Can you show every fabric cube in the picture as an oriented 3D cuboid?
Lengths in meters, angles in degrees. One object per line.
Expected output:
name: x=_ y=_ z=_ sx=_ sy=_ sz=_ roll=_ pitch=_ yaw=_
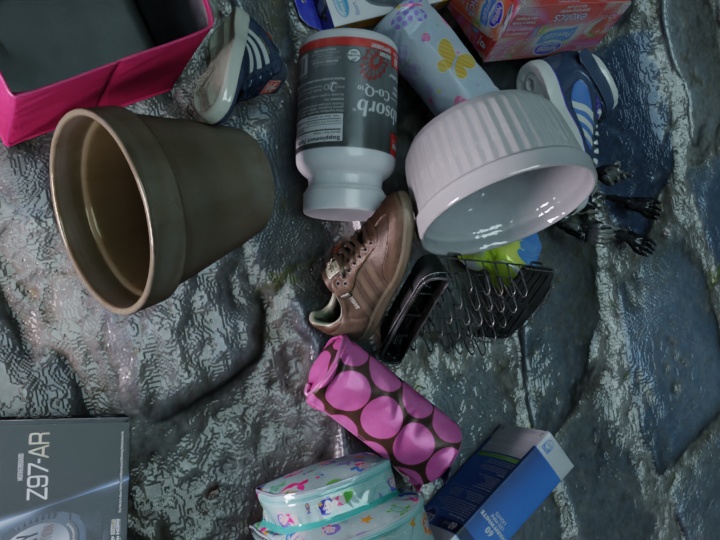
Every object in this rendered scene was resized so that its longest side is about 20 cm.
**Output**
fabric cube: x=-0.285 y=-0.259 z=0.805 sx=0.200 sy=0.199 sz=0.197 roll=-27 pitch=95 yaw=-23

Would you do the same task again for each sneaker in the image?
sneaker: x=-0.120 y=-0.208 z=0.899 sx=0.084 sy=0.075 sz=0.200 roll=35 pitch=35 yaw=-27
sneaker: x=0.285 y=-0.179 z=1.055 sx=0.146 sy=0.081 sz=0.200 roll=-15 pitch=87 yaw=-30
sneaker: x=0.000 y=0.000 z=0.926 sx=0.075 sy=0.071 sz=0.200 roll=6 pitch=125 yaw=-18
sneaker: x=0.151 y=-0.059 z=1.057 sx=0.200 sy=0.076 sz=0.105 roll=43 pitch=52 yaw=-14

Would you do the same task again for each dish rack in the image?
dish rack: x=0.130 y=0.047 z=0.990 sx=0.200 sy=0.154 sz=0.055 roll=5 pitch=47 yaw=-23

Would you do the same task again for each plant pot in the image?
plant pot: x=-0.189 y=-0.073 z=0.851 sx=0.173 sy=0.200 sz=0.200 roll=-18 pitch=93 yaw=-41

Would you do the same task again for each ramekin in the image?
ramekin: x=0.143 y=-0.107 z=0.908 sx=0.200 sy=0.200 sz=0.105 roll=-9 pitch=69 yaw=-24

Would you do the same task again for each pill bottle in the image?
pill bottle: x=-0.015 y=-0.162 z=0.958 sx=0.116 sy=0.116 sz=0.201 roll=3 pitch=84 yaw=-23

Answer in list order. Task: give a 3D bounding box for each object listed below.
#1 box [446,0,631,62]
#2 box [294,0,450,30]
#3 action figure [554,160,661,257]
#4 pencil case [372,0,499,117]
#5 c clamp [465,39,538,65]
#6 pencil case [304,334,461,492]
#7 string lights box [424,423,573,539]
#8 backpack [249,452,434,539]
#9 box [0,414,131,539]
box: x=0.226 y=-0.337 z=1.060 sx=0.200 sy=0.095 sz=0.103 roll=-15 pitch=65 yaw=-32
box: x=0.008 y=-0.364 z=1.029 sx=0.200 sy=0.041 sz=0.119 roll=-21 pitch=94 yaw=-26
action figure: x=0.309 y=-0.089 z=1.102 sx=0.200 sy=0.102 sz=0.119 roll=16 pitch=91 yaw=-23
pencil case: x=0.100 y=-0.231 z=1.006 sx=0.083 sy=0.091 sz=0.200 roll=-36 pitch=86 yaw=-19
c clamp: x=0.181 y=-0.214 z=1.086 sx=0.171 sy=0.027 sz=0.200 roll=30 pitch=73 yaw=-5
pencil case: x=0.023 y=0.165 z=0.965 sx=0.200 sy=0.091 sz=0.094 roll=40 pitch=88 yaw=-13
string lights box: x=0.147 y=0.273 z=0.996 sx=0.200 sy=0.103 sz=0.059 roll=-41 pitch=102 yaw=-21
backpack: x=-0.016 y=0.274 z=0.865 sx=0.177 sy=0.200 sz=0.151 roll=-14 pitch=94 yaw=-18
box: x=-0.314 y=0.245 z=0.831 sx=0.160 sy=0.044 sz=0.201 roll=3 pitch=84 yaw=-24
